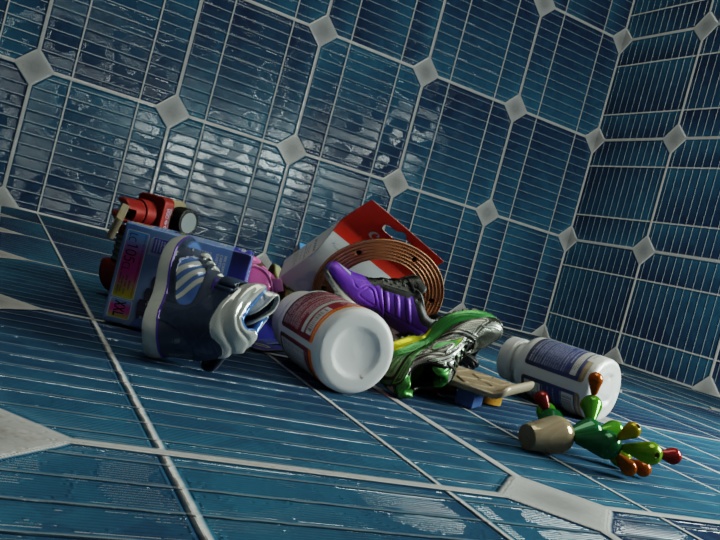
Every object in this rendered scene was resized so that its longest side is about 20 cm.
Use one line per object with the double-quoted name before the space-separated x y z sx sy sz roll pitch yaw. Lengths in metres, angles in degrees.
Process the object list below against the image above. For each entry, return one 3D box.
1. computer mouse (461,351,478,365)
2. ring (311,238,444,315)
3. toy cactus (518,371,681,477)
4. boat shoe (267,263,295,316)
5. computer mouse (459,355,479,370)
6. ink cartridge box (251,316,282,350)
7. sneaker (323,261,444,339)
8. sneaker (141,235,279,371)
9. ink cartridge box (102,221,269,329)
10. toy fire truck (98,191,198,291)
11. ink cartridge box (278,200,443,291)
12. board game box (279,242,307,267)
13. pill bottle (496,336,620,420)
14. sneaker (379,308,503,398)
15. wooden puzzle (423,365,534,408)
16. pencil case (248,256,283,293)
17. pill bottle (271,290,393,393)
"computer mouse" 0.131 0.157 1.494 0.200 0.053 0.138 4 -4 23
"ring" 0.026 0.033 1.172 0.200 0.201 0.019 15 33 -13
"toy cactus" 0.269 0.191 0.946 0.165 0.102 0.200 3 16 -31
"boat shoe" -0.125 0.041 1.283 0.063 0.073 0.201 26 2 -20
"computer mouse" 0.126 0.111 1.306 0.110 0.044 0.200 46 8 34
"ink cartridge box" -0.191 0.078 1.216 0.200 0.043 0.196 14 1 21
"sneaker" 0.040 0.036 1.128 0.200 0.100 0.070 41 0 -12
"sneaker" -0.163 0.028 0.911 0.146 0.081 0.200 -3 37 4
"ink cartridge box" -0.225 0.023 1.039 0.200 0.137 0.076 15 3 -8
"toy fire truck" -0.360 -0.038 1.228 0.129 0.176 0.200 17 2 30
"ink cartridge box" 0.000 0.000 1.175 0.160 0.047 0.200 39 -51 -25
"board game box" -0.067 0.042 1.442 0.196 0.056 0.200 15 -36 -26
"pill bottle" 0.344 0.182 1.369 0.111 0.111 0.200 14 2 -44
"sneaker" 0.117 0.122 1.074 0.200 0.078 0.085 -25 43 -18
"wooden puzzle" 0.146 0.171 1.177 0.200 0.046 0.185 11 -1 25
"pencil case" -0.173 0.020 1.183 0.094 0.091 0.200 -19 11 -9
"pill bottle" -0.045 0.086 1.032 0.109 0.110 0.200 14 2 -25
